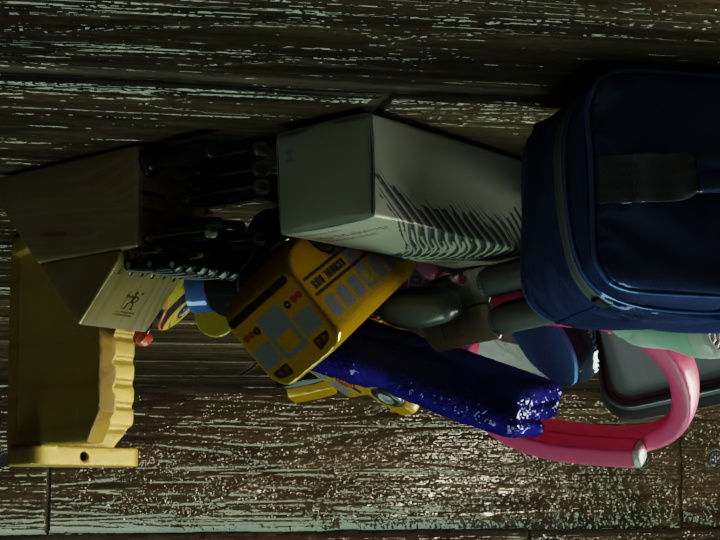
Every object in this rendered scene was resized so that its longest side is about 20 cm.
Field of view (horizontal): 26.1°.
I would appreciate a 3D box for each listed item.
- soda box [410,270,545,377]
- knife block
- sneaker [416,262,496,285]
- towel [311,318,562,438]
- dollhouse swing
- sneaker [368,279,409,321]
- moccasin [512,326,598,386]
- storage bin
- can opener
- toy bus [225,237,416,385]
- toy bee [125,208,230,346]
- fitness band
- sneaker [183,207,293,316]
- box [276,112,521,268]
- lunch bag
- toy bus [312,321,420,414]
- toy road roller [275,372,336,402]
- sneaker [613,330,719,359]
[{"bbox_3d":[0.105,0.044,1.423,0.199,0.069,0.064,14,152,41],"label":"soda box"},{"bbox_3d":[-0.150,-0.055,1.066,0.064,0.176,0.200,11,-149,-49],"label":"knife block"},{"bbox_3d":[0.135,-0.020,1.201,0.198,0.080,0.096,8,156,-1],"label":"sneaker"},{"bbox_3d":[0.043,0.081,1.158,0.198,0.050,0.147,18,-174,20],"label":"towel"},{"bbox_3d":[-0.215,0.068,1.353,0.175,0.202,0.181,-8,169,39],"label":"dollhouse swing"},{"bbox_3d":[0.000,0.000,1.279,0.075,0.093,0.200,16,151,-5],"label":"sneaker"},{"bbox_3d":[0.157,0.019,1.302,0.067,0.081,0.201,-10,-142,-18],"label":"moccasin"},{"bbox_3d":[0.287,0.023,1.330,0.198,0.147,0.135,-12,148,13],"label":"storage bin"},{"bbox_3d":[0.096,0.023,1.070,0.066,0.053,0.199,-21,-177,-42],"label":"can opener"},{"bbox_3d":[-0.019,0.000,1.059,0.065,0.078,0.200,-41,180,27],"label":"toy bus"},{"bbox_3d":[-0.144,0.012,1.224,0.131,0.109,0.200,38,170,34],"label":"toy bee"},{"bbox_3d":[0.162,0.083,1.201,0.198,0.145,0.037,2,-148,30],"label":"fitness band"},{"bbox_3d":[-0.057,-0.004,1.173,0.077,0.071,0.200,2,-165,21],"label":"sneaker"},{"bbox_3d":[0.036,-0.049,1.030,0.082,0.069,0.199,-9,169,38],"label":"box"},{"bbox_3d":[0.200,-0.037,0.892,0.198,0.138,0.132,1,172,-13],"label":"lunch bag"},{"bbox_3d":[-0.029,0.057,1.407,0.199,0.066,0.078,34,155,-19],"label":"toy bus"},{"bbox_3d":[-0.022,0.056,1.568,0.144,0.124,0.200,-11,171,-2],"label":"toy road roller"},{"bbox_3d":[0.267,0.005,1.108,0.199,0.075,0.118,-18,-166,-33],"label":"sneaker"}]
